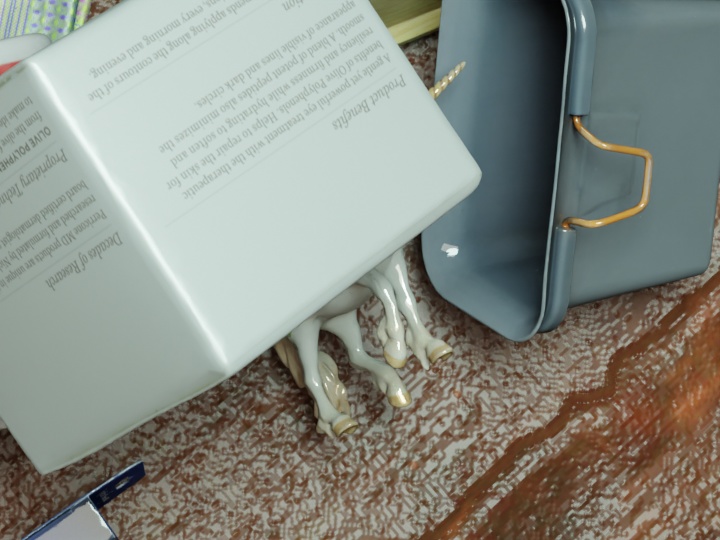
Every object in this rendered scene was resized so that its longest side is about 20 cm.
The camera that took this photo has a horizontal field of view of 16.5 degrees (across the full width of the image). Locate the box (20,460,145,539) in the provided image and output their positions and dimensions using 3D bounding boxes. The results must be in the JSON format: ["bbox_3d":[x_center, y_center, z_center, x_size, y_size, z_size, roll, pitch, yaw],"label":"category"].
[{"bbox_3d":[-0.191,0.173,1.330,0.200,0.121,0.032,-36,85,-8],"label":"box"}]

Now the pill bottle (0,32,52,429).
[{"bbox_3d":[-0.199,-0.020,1.349,0.113,0.114,0.201,-14,96,-6],"label":"pill bottle"}]

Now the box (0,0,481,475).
[{"bbox_3d":[-0.094,-0.039,1.218,0.199,0.200,0.172,-37,94,-39],"label":"box"}]

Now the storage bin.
[{"bbox_3d":[0.131,-0.073,1.352,0.134,0.145,0.201,-8,113,-29],"label":"storage bin"}]

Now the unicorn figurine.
[{"bbox_3d":[0.000,0.000,1.346,0.074,0.200,0.138,-4,61,-48],"label":"unicorn figurine"}]

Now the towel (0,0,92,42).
[{"bbox_3d":[-0.263,-0.127,1.418,0.199,0.023,0.144,13,80,-2],"label":"towel"}]

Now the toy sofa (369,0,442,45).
[{"bbox_3d":[-0.008,-0.161,1.403,0.199,0.083,0.098,-23,75,-12],"label":"toy sofa"}]
